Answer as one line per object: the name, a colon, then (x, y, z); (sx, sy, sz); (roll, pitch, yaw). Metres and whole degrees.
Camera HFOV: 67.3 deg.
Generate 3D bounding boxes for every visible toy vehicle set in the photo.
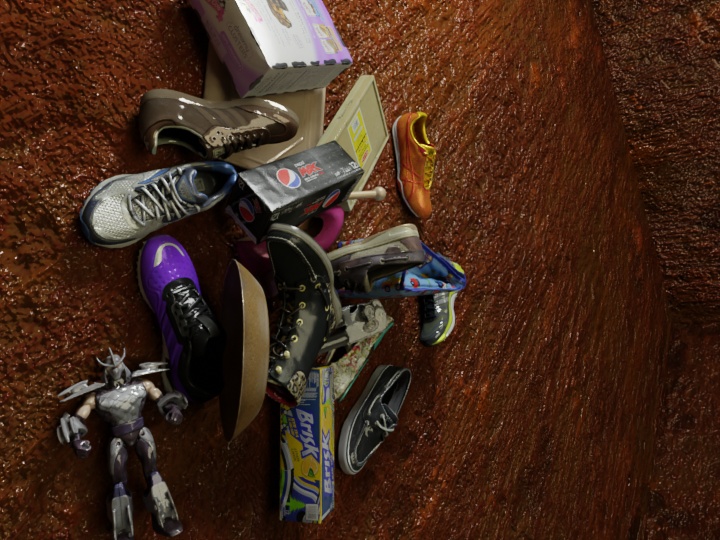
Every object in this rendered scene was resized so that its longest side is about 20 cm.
toy vehicle set: (-0.008, -0.215, 0.905); (0.126, 0.026, 0.203); (69, 36, -45)

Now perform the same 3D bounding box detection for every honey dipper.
honey dipper: (-0.044, -0.115, 0.831); (0.195, 0.038, 0.039); (-10, 93, -30)

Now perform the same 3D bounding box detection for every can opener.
can opener: (-0.047, 0.093, 0.833); (0.196, 0.066, 0.055); (-16, 94, -29)

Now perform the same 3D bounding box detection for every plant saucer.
plant saucer: (-0.136, 0.091, 0.628); (0.034, 0.199, 0.207); (3, 83, -22)

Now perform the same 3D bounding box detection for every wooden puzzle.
wooden puzzle: (-0.138, -0.228, 0.788); (0.197, 0.037, 0.191); (13, 77, -44)

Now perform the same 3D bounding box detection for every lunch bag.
lunch bag: (0.076, 0.012, 0.919); (0.198, 0.148, 0.097); (19, 72, -46)

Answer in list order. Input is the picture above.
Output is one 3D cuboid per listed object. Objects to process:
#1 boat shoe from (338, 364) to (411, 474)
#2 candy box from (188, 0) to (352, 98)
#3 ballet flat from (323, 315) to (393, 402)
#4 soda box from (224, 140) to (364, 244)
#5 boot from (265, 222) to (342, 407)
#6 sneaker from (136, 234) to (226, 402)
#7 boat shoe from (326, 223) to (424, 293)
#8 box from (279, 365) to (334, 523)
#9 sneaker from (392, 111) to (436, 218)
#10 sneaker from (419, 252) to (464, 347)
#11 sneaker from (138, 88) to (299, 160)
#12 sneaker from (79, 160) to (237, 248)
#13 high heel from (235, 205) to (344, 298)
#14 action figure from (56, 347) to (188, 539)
boat shoe: (0.030, 0.246, 0.903); (0.072, 0.067, 0.202); (57, 48, -28)
candy box: (-0.121, -0.339, 0.745); (0.199, 0.071, 0.171); (-33, 96, -52)
ballet flat: (-0.009, 0.124, 0.876); (0.064, 0.076, 0.200); (39, 43, 2)
soda box: (-0.084, -0.111, 0.731); (0.071, 0.064, 0.199); (45, 42, 10)
boot: (-0.088, 0.061, 0.679); (0.206, 0.072, 0.156); (71, 35, -47)
sneaker: (-0.196, 0.057, 0.629); (0.069, 0.098, 0.206); (-19, 102, -44)
boat shoe: (0.000, 0.000, 0.778); (0.072, 0.196, 0.066); (59, 7, -69)
box: (-0.074, 0.241, 0.767); (0.070, 0.062, 0.207); (23, 66, -75)
sneaker: (0.111, -0.201, 1.044); (0.072, 0.076, 0.206); (-23, 105, -49)
sneaker: (0.145, 0.056, 1.069); (0.080, 0.073, 0.204); (38, 52, -29)
sneaker: (-0.171, -0.167, 0.673); (0.194, 0.070, 0.078); (0, 69, -20)
sneaker: (-0.225, -0.089, 0.627); (0.199, 0.084, 0.079); (-38, 113, -44)
high heel: (-0.095, -0.058, 0.786); (0.201, 0.066, 0.098); (-52, 134, -35)
action figure: (-0.245, 0.182, 0.578); (0.127, 0.069, 0.206); (-12, 91, -25)
